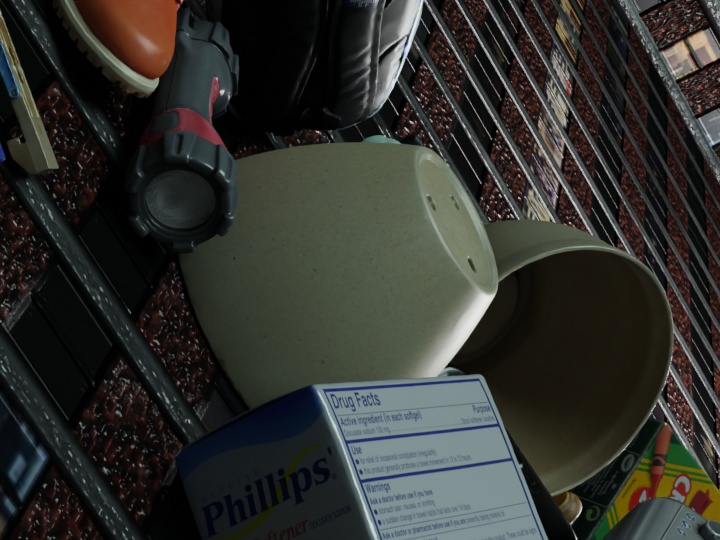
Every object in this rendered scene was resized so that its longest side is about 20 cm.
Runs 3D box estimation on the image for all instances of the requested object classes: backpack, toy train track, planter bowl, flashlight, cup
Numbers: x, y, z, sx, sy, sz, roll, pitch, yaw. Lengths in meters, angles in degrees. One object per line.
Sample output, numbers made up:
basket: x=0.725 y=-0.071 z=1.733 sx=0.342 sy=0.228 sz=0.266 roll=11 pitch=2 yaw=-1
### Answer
backpack: x=-0.033 y=-0.182 z=1.327 sx=0.154 sy=0.163 sz=0.200 roll=-111 pitch=-161 yaw=-52
toy train track: x=-0.208 y=-0.142 z=1.031 sx=0.115 sy=0.032 sz=0.200 roll=-42 pitch=111 yaw=-85
planter bowl: x=0.102 y=0.045 z=1.404 sx=0.200 sy=0.200 sz=0.135 roll=48 pitch=-2 yaw=-38
flashlight: x=-0.101 y=-0.086 z=1.197 sx=0.068 sy=0.068 sz=0.200 roll=23 pitch=26 yaw=-11
cup: x=0.000 y=0.000 z=1.224 sx=0.200 sy=0.143 sz=0.201 roll=53 pitch=21 yaw=-30

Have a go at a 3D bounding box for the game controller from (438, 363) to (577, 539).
game controller: x=0.075 y=0.159 z=1.312 sx=0.200 sy=0.042 sz=0.104 roll=55 pitch=53 yaw=-27

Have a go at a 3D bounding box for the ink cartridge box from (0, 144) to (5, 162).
ink cartridge box: x=-0.237 y=-0.137 z=0.923 sx=0.094 sy=0.044 sz=0.200 roll=14 pitch=53 yaw=-64

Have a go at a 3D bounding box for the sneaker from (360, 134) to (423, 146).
sneaker: x=0.054 y=-0.017 z=1.507 sx=0.118 sy=0.074 sz=0.201 roll=52 pitch=-12 yaw=51

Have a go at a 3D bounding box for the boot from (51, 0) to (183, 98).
boot: x=-0.127 y=-0.196 z=1.189 sx=0.075 sy=0.107 sz=0.200 roll=33 pitch=35 yaw=-38

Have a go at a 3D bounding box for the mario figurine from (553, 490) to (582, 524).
mario figurine: x=0.187 y=0.239 z=1.471 sx=0.200 sy=0.106 sz=0.124 roll=57 pitch=18 yaw=-15

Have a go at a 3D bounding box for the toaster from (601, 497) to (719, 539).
toaster: x=0.178 y=0.257 z=1.337 sx=0.114 sy=0.200 sz=0.129 roll=38 pitch=23 yaw=9

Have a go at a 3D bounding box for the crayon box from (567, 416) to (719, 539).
crayon box: x=0.243 y=0.222 z=1.614 sx=0.051 sy=0.127 sz=0.200 roll=16 pitch=-25 yaw=48

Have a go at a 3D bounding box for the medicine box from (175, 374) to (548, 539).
medicine box: x=0.019 y=0.165 z=1.065 sx=0.182 sy=0.103 sz=0.200 roll=2 pitch=63 yaw=-59
